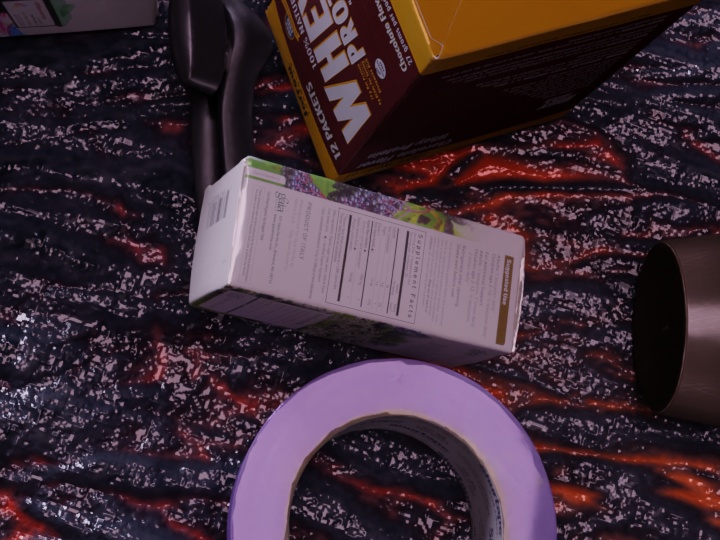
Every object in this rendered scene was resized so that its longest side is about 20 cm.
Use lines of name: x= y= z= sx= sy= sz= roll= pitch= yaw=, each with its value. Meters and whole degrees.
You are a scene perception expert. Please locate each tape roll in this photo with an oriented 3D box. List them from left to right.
tape roll: x=0.016 y=0.160 z=0.737 sx=0.196 sy=0.085 sz=0.203 roll=2 pitch=77 yaw=-9

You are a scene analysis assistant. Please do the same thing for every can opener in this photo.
can opener: x=-0.095 y=-0.093 z=0.794 sx=0.078 sy=0.063 sz=0.204 roll=-2 pitch=87 yaw=-36

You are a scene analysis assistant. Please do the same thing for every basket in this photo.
basket: x=0.292 y=0.040 z=0.784 sx=0.196 sy=0.136 sz=0.184 roll=3 pitch=82 yaw=-4

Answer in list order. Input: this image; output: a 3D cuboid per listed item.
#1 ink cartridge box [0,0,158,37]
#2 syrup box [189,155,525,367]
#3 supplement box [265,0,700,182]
ink cartridge box: x=-0.240 y=-0.239 z=0.790 sx=0.197 sy=0.084 sz=0.147 roll=-6 pitch=78 yaw=-10
syrup box: x=0.000 y=0.000 z=0.747 sx=0.197 sy=0.079 sz=0.083 roll=13 pitch=75 yaw=-23
supplement box: x=0.069 y=-0.170 z=0.745 sx=0.195 sy=0.200 sz=0.135 roll=-18 pitch=81 yaw=-22
